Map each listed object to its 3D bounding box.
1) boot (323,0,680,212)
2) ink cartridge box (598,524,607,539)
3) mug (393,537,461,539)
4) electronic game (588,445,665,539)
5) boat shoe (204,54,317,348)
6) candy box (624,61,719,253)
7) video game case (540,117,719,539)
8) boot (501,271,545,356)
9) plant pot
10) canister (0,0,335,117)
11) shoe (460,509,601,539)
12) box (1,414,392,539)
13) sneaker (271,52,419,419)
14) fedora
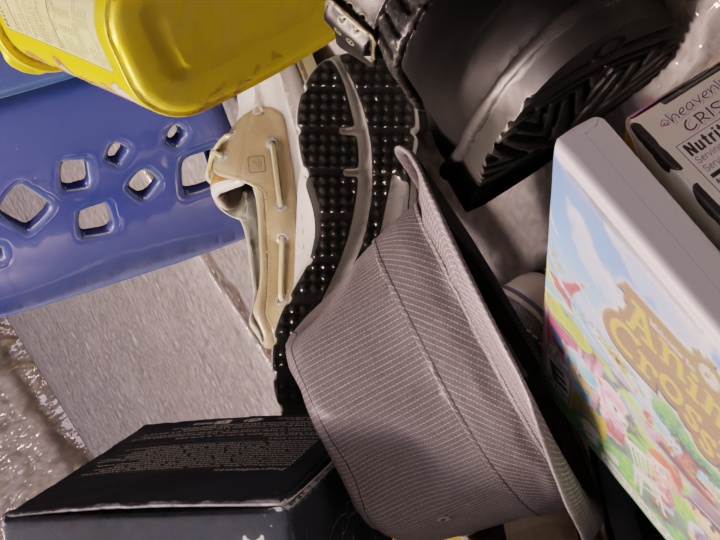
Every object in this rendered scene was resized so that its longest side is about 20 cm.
[{"bbox_3d":[0.030,-0.113,0.823,0.158,0.079,0.211,58,165,4],"label":"boot"},{"bbox_3d":[0.118,0.176,1.114,0.200,0.045,0.177,-171,79,-80],"label":"ink cartridge box"},{"bbox_3d":[0.032,0.196,1.262,0.149,0.153,0.187,45,159,43],"label":"mug"},{"bbox_3d":[0.145,0.099,0.886,0.200,0.042,0.200,165,90,-76],"label":"electronic game"},{"bbox_3d":[-0.046,-0.054,1.134,0.075,0.068,0.200,101,152,-68],"label":"boat shoe"},{"bbox_3d":[0.167,0.039,0.711,0.200,0.061,0.136,51,163,30],"label":"candy box"},{"bbox_3d":[0.127,0.067,0.733,0.200,0.022,0.182,53,165,25],"label":"video game case"},{"bbox_3d":[0.049,0.054,1.058,0.073,0.090,0.200,60,165,-4],"label":"boot"},{"bbox_3d":[-0.183,-0.116,1.241,0.180,0.200,0.200,85,163,-45],"label":"plant pot"},{"bbox_3d":[-0.091,-0.143,1.027,0.200,0.148,0.087,27,144,60],"label":"canister"},{"bbox_3d":[0.077,0.120,1.053,0.200,0.053,0.070,-113,23,-62],"label":"shoe"},{"bbox_3d":[-0.057,0.176,0.924,0.197,0.124,0.200,-32,-62,-79],"label":"box"},{"bbox_3d":[0.000,0.000,1.052,0.080,0.074,0.200,83,-167,-77],"label":"sneaker"},{"bbox_3d":[0.026,0.048,0.893,0.177,0.090,0.200,64,-174,18],"label":"fedora"}]
